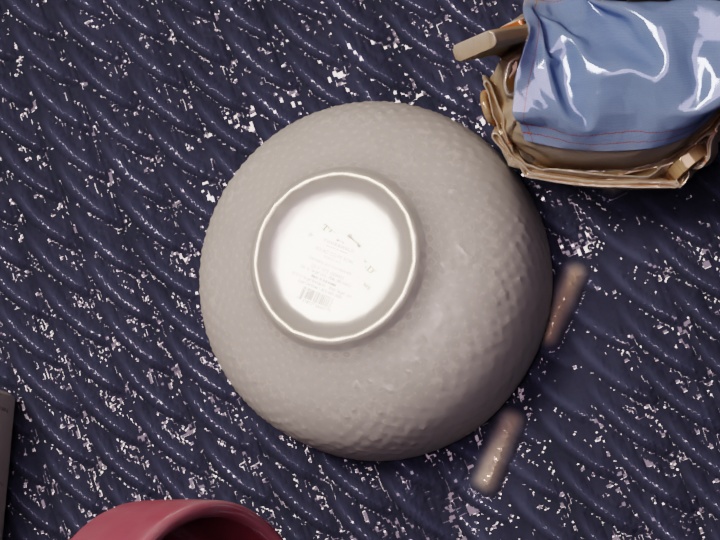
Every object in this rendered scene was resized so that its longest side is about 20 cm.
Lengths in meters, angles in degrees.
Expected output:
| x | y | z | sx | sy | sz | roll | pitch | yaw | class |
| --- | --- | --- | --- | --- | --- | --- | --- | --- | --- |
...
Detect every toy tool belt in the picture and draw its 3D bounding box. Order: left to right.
| x | y | z | sx | sy | sz | roll | pitch | yaw | class |
| --- | --- | --- | --- | --- | --- | --- | --- | --- | --- |
| 0.156 | -0.110 | 1.223 | 0.199 | 0.123 | 0.126 | -8 | 73 | 14 | toy tool belt |

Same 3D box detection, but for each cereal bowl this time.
| x | y | z | sx | sy | sz | roll | pitch | yaw | class |
| --- | --- | --- | --- | --- | --- | --- | --- | --- | --- |
| 0.000 | 0.000 | 1.283 | 0.199 | 0.083 | 0.201 | -4 | 77 | 17 | cereal bowl |

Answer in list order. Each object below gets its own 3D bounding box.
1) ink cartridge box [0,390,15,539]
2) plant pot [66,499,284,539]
| x | y | z | sx | sy | sz | roll | pitch | yaw | class |
| --- | --- | --- | --- | --- | --- | --- | --- | --- | --- |
| -0.284 | 0.161 | 1.347 | 0.147 | 0.086 | 0.201 | 1 | 80 | 19 | ink cartridge box |
| -0.143 | 0.222 | 1.239 | 0.178 | 0.200 | 0.201 | -6 | 76 | 34 | plant pot |
